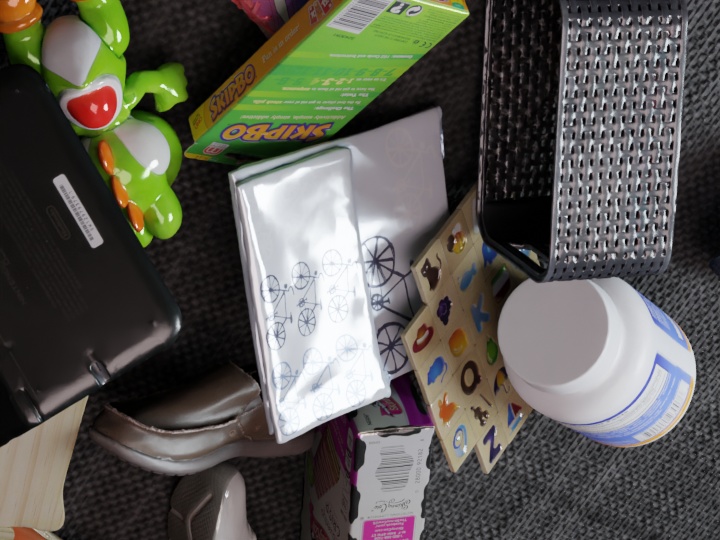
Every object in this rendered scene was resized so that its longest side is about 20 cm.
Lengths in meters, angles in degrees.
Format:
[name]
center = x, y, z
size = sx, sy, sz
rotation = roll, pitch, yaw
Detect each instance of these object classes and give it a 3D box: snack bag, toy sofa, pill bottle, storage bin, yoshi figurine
[snack bag]
center = 0.000, 0.000, 1.490
size = 0.199, 0.021, 0.190
rotation = -21, 109, -39
[toy sofa]
center = -0.242, 0.083, 1.493
size = 0.097, 0.083, 0.201
rotation = 4, 118, -26
[pill bottle]
center = 0.167, 0.060, 1.566
size = 0.112, 0.112, 0.200
rotation = -43, 155, 8
[storage bin]
center = 0.148, -0.103, 1.473
size = 0.093, 0.135, 0.201
rotation = -5, 108, -18
[yoshi figurine]
center = -0.170, -0.114, 1.411
size = 0.112, 0.112, 0.201
rotation = -41, 120, -40

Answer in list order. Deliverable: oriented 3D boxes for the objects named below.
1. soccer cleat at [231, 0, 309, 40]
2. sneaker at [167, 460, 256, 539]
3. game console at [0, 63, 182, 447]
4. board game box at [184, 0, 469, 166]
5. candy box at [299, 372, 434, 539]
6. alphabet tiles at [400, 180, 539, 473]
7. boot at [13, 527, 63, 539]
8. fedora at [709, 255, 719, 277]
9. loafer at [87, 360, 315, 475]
[soccer cleat]
center = -0.061, -0.188, 1.409
size = 0.199, 0.068, 0.073
rotation = 25, 113, -33
[sneaker]
center = -0.102, 0.219, 1.645
size = 0.080, 0.070, 0.201
rotation = -11, 129, -25
[game console]
center = -0.232, -0.003, 1.382
size = 0.175, 0.116, 0.201
rotation = -31, 92, -4
[board game box]
center = -0.028, -0.128, 1.420
size = 0.095, 0.030, 0.200
rotation = 8, 142, -41
[candy box]
center = 0.001, 0.162, 1.599
size = 0.061, 0.137, 0.201
rotation = -4, 121, -14
[alphabet tiles]
center = 0.089, 0.043, 1.577
size = 0.167, 0.006, 0.201
rotation = -51, 135, -36
[boot]
center = -0.214, 0.248, 1.591
size = 0.200, 0.107, 0.075
rotation = 34, 102, -35
[fedora]
center = 0.359, -0.031, 1.627
size = 0.199, 0.200, 0.092
rotation = 6, 85, -24
[loafer]
center = -0.110, 0.095, 1.544
size = 0.199, 0.073, 0.071
rotation = -5, 113, -48
